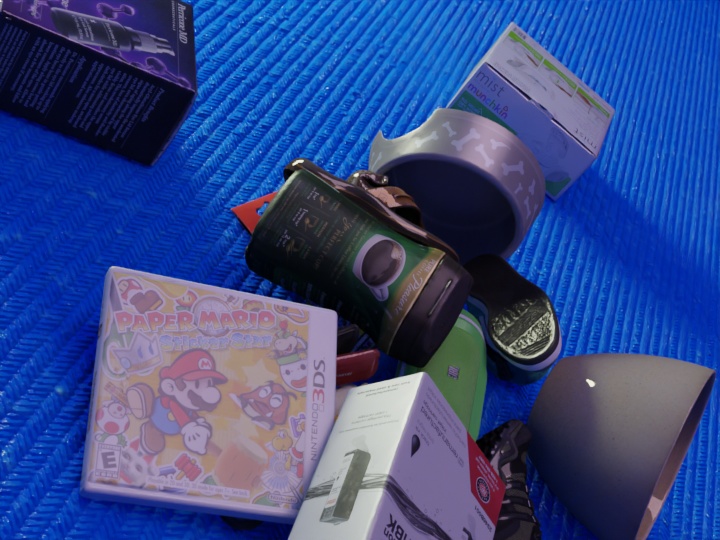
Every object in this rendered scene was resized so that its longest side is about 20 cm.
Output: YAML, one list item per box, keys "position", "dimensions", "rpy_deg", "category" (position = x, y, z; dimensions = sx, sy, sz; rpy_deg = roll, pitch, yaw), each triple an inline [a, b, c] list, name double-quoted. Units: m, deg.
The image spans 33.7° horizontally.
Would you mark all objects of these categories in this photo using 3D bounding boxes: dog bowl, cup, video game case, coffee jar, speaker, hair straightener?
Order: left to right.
- position: [-0.113, 0.100, 0.939]
  dimensions: [0.198, 0.023, 0.184]
  rpy_deg: [12, 61, -21]
  category: "video game case"
- position: [-0.084, 0.080, 1.018]
  dimensions: [0.198, 0.041, 0.077]
  rpy_deg: [-15, 46, -27]
  category: "hair straightener"
- position: [0.000, 0.000, 1.092]
  dimensions: [0.199, 0.086, 0.105]
  rpy_deg: [32, 68, 8]
  category: "coffee jar"
- position: [0.070, 0.121, 1.115]
  dimensions: [0.088, 0.089, 0.201]
  rpy_deg: [33, 35, -11]
  category: "speaker"
- position: [0.095, -0.078, 1.267]
  dimensions: [0.199, 0.200, 0.059]
  rpy_deg: [32, 51, -13]
  category: "dog bowl"
- position: [0.245, 0.161, 1.176]
  dimensions: [0.142, 0.202, 0.200]
  rpy_deg: [25, 29, 22]
  category: "cup"

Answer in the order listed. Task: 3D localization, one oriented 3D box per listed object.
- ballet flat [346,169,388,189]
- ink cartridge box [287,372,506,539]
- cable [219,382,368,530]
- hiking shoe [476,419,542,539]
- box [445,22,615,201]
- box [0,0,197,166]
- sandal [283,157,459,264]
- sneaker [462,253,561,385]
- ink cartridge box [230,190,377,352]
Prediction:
- position: [0.054, -0.031, 1.249]
  dimensions: [0.200, 0.046, 0.067]
  rpy_deg: [48, 1, -23]
  category: "ballet flat"
- position: [0.028, 0.204, 0.920]
  dimensions: [0.145, 0.083, 0.201]
  rpy_deg: [54, 38, -27]
  category: "ink cartridge box"
- position: [-0.063, 0.135, 1.000]
  dimensions: [0.097, 0.051, 0.200]
  rpy_deg: [43, 34, 11]
  category: "cable"
- position: [0.124, 0.224, 1.079]
  dimensions: [0.101, 0.076, 0.201]
  rpy_deg: [45, 43, -10]
  category: "hiking shoe"
- position: [0.240, -0.224, 1.643]
  dimensions: [0.199, 0.097, 0.177]
  rpy_deg: [39, 35, -4]
  category: "box"
- position: [-0.264, -0.213, 1.132]
  dimensions: [0.198, 0.104, 0.149]
  rpy_deg: [19, 40, -29]
  category: "box"
- position: [0.017, -0.060, 1.171]
  dimensions: [0.199, 0.082, 0.055]
  rpy_deg: [31, 68, -3]
  category: "sandal"
- position: [0.166, 0.075, 1.220]
  dimensions: [0.121, 0.083, 0.200]
  rpy_deg: [59, 1, -29]
  category: "sneaker"
- position: [-0.027, -0.014, 1.195]
  dimensions: [0.200, 0.050, 0.109]
  rpy_deg: [49, 36, 10]
  category: "ink cartridge box"
